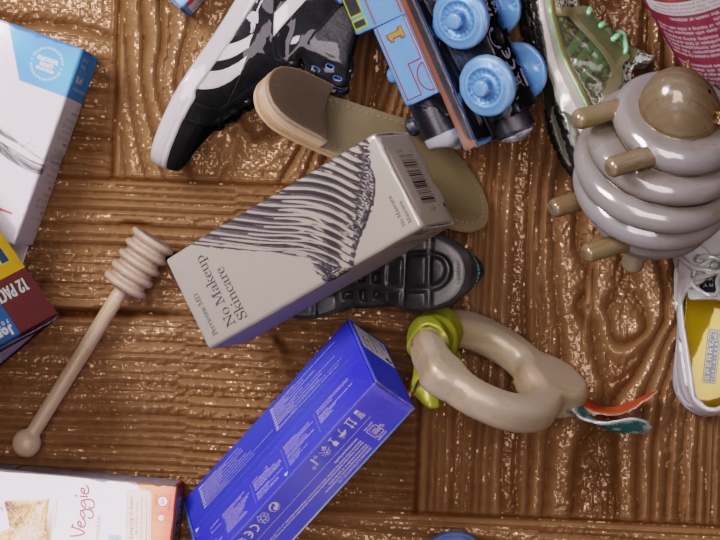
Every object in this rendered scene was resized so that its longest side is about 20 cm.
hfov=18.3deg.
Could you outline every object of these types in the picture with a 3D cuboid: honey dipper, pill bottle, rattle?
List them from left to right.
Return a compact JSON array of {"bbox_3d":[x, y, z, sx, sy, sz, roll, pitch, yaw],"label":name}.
[{"bbox_3d":[-0.212,0.060,1.742,0.038,0.038,0.200,31,92,2],"label":"honey dipper"},{"bbox_3d":[0.110,0.120,1.715,0.199,0.130,0.143,20,101,-24],"label":"rattle"},{"bbox_3d":[0.280,-0.186,1.648,0.114,0.114,0.200,-36,128,1],"label":"pill bottle"}]

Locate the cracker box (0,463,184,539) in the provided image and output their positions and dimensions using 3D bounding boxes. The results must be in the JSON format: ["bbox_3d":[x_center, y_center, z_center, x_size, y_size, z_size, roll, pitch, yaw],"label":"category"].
[{"bbox_3d":[-0.242,0.221,1.729,0.199,0.058,0.135,5,89,2],"label":"cracker box"}]

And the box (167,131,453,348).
[{"bbox_3d":[-0.038,-0.022,1.656,0.200,0.068,0.082,-31,82,23],"label":"box"}]

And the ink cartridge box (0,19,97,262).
[{"bbox_3d":[-0.293,-0.092,1.730,0.115,0.067,0.201,19,90,2],"label":"ink cartridge box"}]

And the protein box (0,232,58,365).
[{"bbox_3d":[-0.372,0.023,1.653,0.200,0.135,0.199,-36,88,36],"label":"protein box"}]

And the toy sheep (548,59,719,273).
[{"bbox_3d":[0.214,-0.071,1.640,0.137,0.200,0.138,6,51,-7],"label":"toy sheep"}]

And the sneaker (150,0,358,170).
[{"bbox_3d":[-0.069,-0.145,1.721,0.112,0.073,0.200,31,90,1],"label":"sneaker"}]

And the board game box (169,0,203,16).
[{"bbox_3d":[-0.146,-0.337,1.734,0.196,0.056,0.200,41,91,2],"label":"board game box"}]

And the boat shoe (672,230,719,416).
[{"bbox_3d":[0.268,0.011,1.701,0.074,0.086,0.203,5,90,2],"label":"boat shoe"}]

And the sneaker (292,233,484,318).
[{"bbox_3d":[0.000,0.000,1.721,0.199,0.079,0.076,6,97,22],"label":"sneaker"}]

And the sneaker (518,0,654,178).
[{"bbox_3d":[0.178,-0.166,1.722,0.088,0.077,0.201,-15,96,-8],"label":"sneaker"}]

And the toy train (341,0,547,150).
[{"bbox_3d":[0.060,-0.181,1.689,0.114,0.087,0.201,-22,94,33],"label":"toy train"}]

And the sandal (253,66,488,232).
[{"bbox_3d":[-0.003,-0.082,1.723,0.211,0.070,0.078,29,50,-24],"label":"sandal"}]

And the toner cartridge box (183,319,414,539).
[{"bbox_3d":[-0.049,0.140,1.683,0.043,0.095,0.200,35,106,-27],"label":"toner cartridge box"}]

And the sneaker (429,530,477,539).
[{"bbox_3d":[0.037,0.292,1.705,0.075,0.088,0.200,30,89,4],"label":"sneaker"}]
